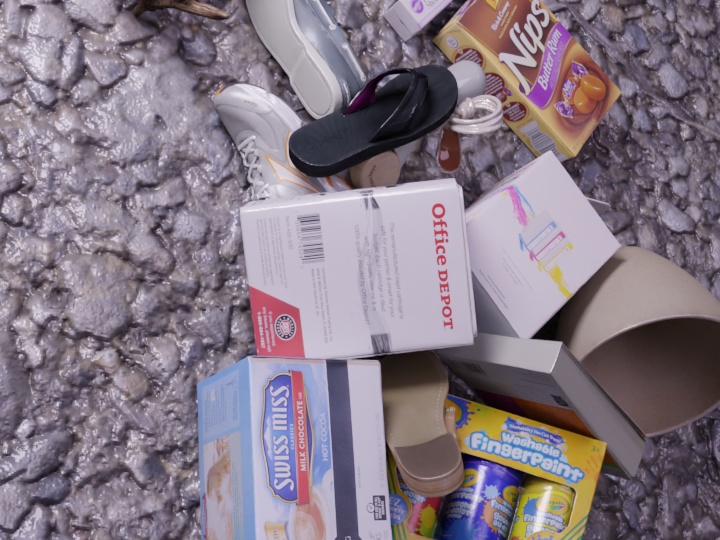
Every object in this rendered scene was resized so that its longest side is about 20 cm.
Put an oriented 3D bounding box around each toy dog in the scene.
[{"bbox_3d":[0.047,-0.125,1.368,0.199,0.097,0.132,-19,43,-5],"label":"toy dog"}]

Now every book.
[{"bbox_3d":[0.174,0.126,1.307,0.200,0.133,0.048,46,61,-43],"label":"book"}]

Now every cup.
[{"bbox_3d":[0.285,0.061,1.420,0.199,0.201,0.144,14,41,-26],"label":"cup"}]

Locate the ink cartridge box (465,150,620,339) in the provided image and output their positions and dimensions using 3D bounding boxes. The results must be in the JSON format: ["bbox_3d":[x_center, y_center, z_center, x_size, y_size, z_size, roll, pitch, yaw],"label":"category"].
[{"bbox_3d":[0.153,-0.016,1.382,0.200,0.128,0.126,-41,96,-33],"label":"ink cartridge box"}]

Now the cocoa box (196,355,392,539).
[{"bbox_3d":[-0.061,0.185,1.192,0.130,0.133,0.202,4,74,-27],"label":"cocoa box"}]

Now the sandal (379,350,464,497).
[{"bbox_3d":[0.053,0.152,1.223,0.077,0.212,0.070,-12,118,-2],"label":"sandal"}]

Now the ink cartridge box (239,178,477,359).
[{"bbox_3d":[0.000,0.000,1.238,0.198,0.083,0.148,-6,98,3],"label":"ink cartridge box"}]

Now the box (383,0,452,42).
[{"bbox_3d":[0.102,-0.325,1.495,0.041,0.039,0.200,49,58,-8],"label":"box"}]

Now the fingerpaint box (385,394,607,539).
[{"bbox_3d":[0.112,0.216,1.270,0.199,0.073,0.168,17,64,8],"label":"fingerpaint box"}]

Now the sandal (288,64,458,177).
[{"bbox_3d":[0.020,-0.150,1.283,0.200,0.048,0.075,-33,57,-30],"label":"sandal"}]

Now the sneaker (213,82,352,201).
[{"bbox_3d":[-0.080,-0.087,1.301,0.200,0.076,0.092,49,62,-8],"label":"sneaker"}]

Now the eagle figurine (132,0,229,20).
[{"bbox_3d":[-0.154,-0.332,1.298,0.151,0.151,0.201,24,75,-1],"label":"eagle figurine"}]

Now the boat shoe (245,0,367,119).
[{"bbox_3d":[-0.055,-0.241,1.352,0.062,0.073,0.201,-18,73,-36],"label":"boat shoe"}]

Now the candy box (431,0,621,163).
[{"bbox_3d":[0.186,-0.225,1.507,0.200,0.056,0.117,45,59,-10],"label":"candy box"}]
